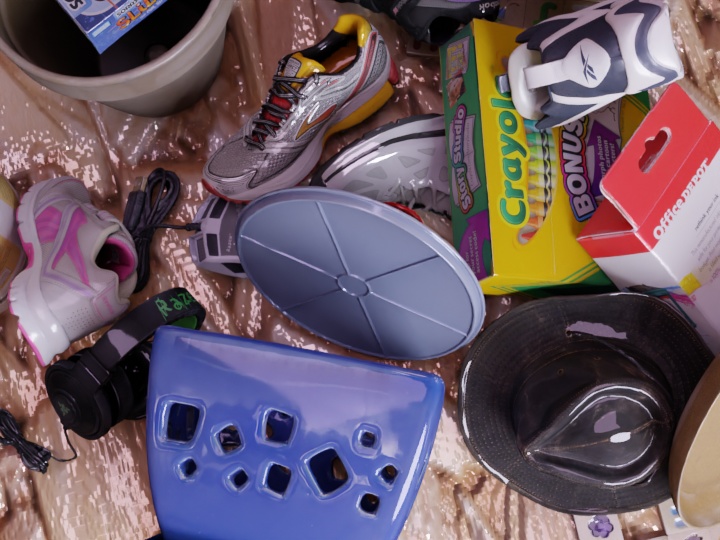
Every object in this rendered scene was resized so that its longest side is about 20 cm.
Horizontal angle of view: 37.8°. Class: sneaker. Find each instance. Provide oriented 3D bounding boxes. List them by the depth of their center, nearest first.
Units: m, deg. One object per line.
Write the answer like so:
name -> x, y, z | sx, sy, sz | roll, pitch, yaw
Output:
sneaker -> 0.168, -0.159, 0.781 | 0.129, 0.199, 0.080 | -12, 108, 18
sneaker -> -0.218, -0.010, 0.836 | 0.088, 0.082, 0.201 | -17, 41, 0
sneaker -> 0.065, -0.063, 0.847 | 0.199, 0.076, 0.116 | -20, 76, -16
sneaker -> 0.036, -0.224, 0.864 | 0.075, 0.200, 0.088 | -21, 105, -30
sneaker -> -0.058, -0.136, 0.868 | 0.078, 0.082, 0.200 | 33, 71, 34

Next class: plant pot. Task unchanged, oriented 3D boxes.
plant pot -> 0.283, 0.095, 0.749 | 0.200, 0.200, 0.027 | -47, 50, -8
plant pot -> -0.051, 0.149, 0.758 | 0.199, 0.200, 0.181 | 10, 83, 6
plant pot -> -0.188, -0.210, 0.864 | 0.199, 0.174, 0.201 | -1, 75, 4

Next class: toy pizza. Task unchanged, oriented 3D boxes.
toy pizza -> 0.000, 0.000, 0.793 | 0.199, 0.201, 0.032 | 18, 57, 9

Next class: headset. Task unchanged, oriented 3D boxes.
headset -> -0.207, 0.082, 0.825 | 0.094, 0.123, 0.200 | 44, 106, 10

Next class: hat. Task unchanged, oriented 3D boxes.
hat -> 0.166, 0.113, 0.762 | 0.199, 0.081, 0.202 | 4, 110, 11

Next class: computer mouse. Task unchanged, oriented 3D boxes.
computer mouse -> -0.105, -0.026, 0.881 | 0.199, 0.044, 0.110 | 6, 70, 11

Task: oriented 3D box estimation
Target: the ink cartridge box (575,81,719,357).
ink cartridge box -> 0.244, -0.027, 0.784 | 0.200, 0.067, 0.116 | 46, 67, -17

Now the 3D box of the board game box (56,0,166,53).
board game box -> -0.202, -0.276, 0.774 | 0.135, 0.034, 0.200 | -40, 77, -6

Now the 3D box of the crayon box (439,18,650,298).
crayon box -> 0.152, -0.081, 0.824 | 0.172, 0.058, 0.201 | 5, 74, -29

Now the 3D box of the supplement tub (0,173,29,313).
supplement tub -> -0.348, -0.036, 0.819 | 0.144, 0.200, 0.146 | -1, 76, 4

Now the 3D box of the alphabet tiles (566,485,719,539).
alphabet tiles -> 0.259, 0.151, 0.828 | 0.199, 0.008, 0.168 | -12, 75, 1

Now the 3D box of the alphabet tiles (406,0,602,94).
alphabet tiles -> 0.131, -0.245, 0.934 | 0.165, 0.006, 0.201 | 8, 77, 6
